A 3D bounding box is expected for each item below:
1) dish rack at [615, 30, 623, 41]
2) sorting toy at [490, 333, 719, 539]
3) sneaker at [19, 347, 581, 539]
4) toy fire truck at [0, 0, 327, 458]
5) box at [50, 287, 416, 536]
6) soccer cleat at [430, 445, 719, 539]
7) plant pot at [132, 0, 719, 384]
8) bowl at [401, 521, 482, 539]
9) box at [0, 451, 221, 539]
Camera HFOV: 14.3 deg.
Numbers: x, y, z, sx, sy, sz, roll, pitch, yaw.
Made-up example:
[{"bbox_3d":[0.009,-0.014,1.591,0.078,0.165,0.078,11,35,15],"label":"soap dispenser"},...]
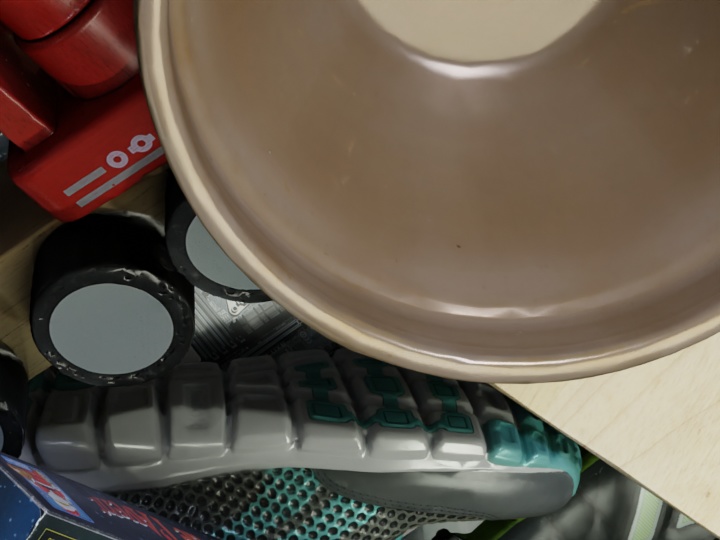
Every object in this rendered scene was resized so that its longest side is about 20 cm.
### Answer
[{"bbox_3d":[0.084,-0.143,0.794,0.172,0.044,0.200,-41,94,16],"label":"dish rack"},{"bbox_3d":[0.135,-0.024,0.887,0.199,0.070,0.200,34,95,-9],"label":"sorting toy"},{"bbox_3d":[-0.031,0.076,0.894,0.200,0.078,0.091,-1,110,1],"label":"sneaker"},{"bbox_3d":[-0.123,-0.044,0.772,0.176,0.129,0.200,-31,125,24],"label":"toy fire truck"},{"bbox_3d":[0.000,0.000,0.938,0.200,0.050,0.158,-32,105,0],"label":"box"},{"bbox_3d":[0.108,0.075,0.956,0.200,0.068,0.081,-34,91,-3],"label":"soccer cleat"},{"bbox_3d":[0.040,-0.079,0.733,0.201,0.093,0.201,-3,112,-8],"label":"plant pot"},{"bbox_3d":[0.103,0.076,1.038,0.201,0.090,0.201,-1,101,-6],"label":"bowl"},{"bbox_3d":[-0.069,0.140,0.818,0.200,0.038,0.137,29,96,-48],"label":"box"}]
